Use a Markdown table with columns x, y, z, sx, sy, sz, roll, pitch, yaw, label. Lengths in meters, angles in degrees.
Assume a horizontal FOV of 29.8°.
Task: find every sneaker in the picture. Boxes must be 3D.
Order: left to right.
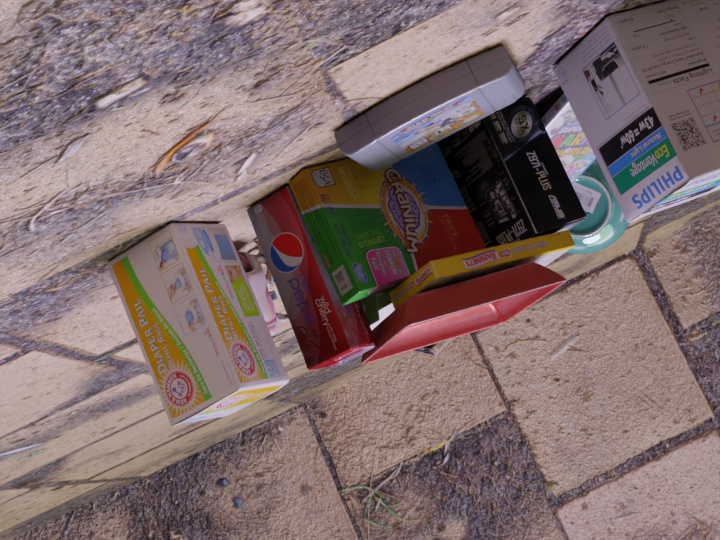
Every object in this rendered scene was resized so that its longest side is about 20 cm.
| x | y | z | sx | sy | sz | roll | pitch | yaw | label |
| --- | --- | --- | --- | --- | --- | --- | --- | --- | --- |
| -0.173 | 0.019 | 1.729 | 0.075 | 0.106 | 0.200 | -21 | -161 | -28 | sneaker |

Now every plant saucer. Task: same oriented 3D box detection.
| x | y | z | sx | sy | sz | roll | pitch | yaw | label |
| --- | --- | --- | --- | --- | --- | --- | --- | --- | --- |
| 0.109 | 0.045 | 1.543 | 0.198 | 0.037 | 0.200 | -14 | 169 | -19 | plant saucer |

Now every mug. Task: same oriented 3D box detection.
| x | y | z | sx | sy | sz | roll | pitch | yaw | label |
| --- | --- | --- | --- | --- | --- | --- | --- | --- | --- |
| 0.297 | -0.094 | 1.914 | 0.184 | 0.153 | 0.114 | -23 | -173 | 14 | mug |

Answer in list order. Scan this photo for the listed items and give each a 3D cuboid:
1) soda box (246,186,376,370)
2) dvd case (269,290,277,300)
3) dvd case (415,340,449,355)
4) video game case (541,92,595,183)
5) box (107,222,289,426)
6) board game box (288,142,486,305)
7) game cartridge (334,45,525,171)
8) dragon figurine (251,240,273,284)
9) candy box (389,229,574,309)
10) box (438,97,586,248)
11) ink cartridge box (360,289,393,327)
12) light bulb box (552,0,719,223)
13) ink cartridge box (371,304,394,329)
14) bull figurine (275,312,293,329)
| x | y | z | sx | sy | sz | roll | pitch | yaw | label |
| --- | --- | --- | --- | --- | --- | --- | --- | --- | --- |
| -0.055 | 0.008 | 1.534 | 0.063 | 0.201 | 0.070 | -28 | 168 | 26 | soda box |
| -0.217 | 0.068 | 1.896 | 0.148 | 0.016 | 0.200 | -19 | -179 | -26 | dvd case |
| 0.144 | 0.034 | 1.813 | 0.200 | 0.016 | 0.149 | -46 | -170 | -9 | dvd case |
| 0.267 | -0.169 | 1.710 | 0.142 | 0.018 | 0.200 | 0 | 142 | -40 | video game case |
| -0.179 | 0.059 | 1.505 | 0.101 | 0.201 | 0.112 | -29 | 169 | 25 | box |
| 0.034 | -0.060 | 1.541 | 0.199 | 0.154 | 0.040 | -17 | 168 | -37 | board game box |
| 0.075 | -0.167 | 1.424 | 0.199 | 0.042 | 0.133 | -26 | 174 | 11 | game cartridge |
| -0.083 | -0.022 | 1.725 | 0.099 | 0.059 | 0.200 | -21 | 170 | -18 | dragon figurine |
| 0.139 | -0.001 | 1.537 | 0.199 | 0.027 | 0.102 | -13 | 167 | -32 | candy box |
| 0.157 | -0.089 | 1.644 | 0.086 | 0.165 | 0.200 | -17 | 167 | -33 | box |
| 0.000 | 0.000 | 1.626 | 0.059 | 0.201 | 0.104 | 23 | 139 | -39 | ink cartridge box |
| 0.356 | -0.186 | 1.504 | 0.197 | 0.201 | 0.125 | -18 | 168 | -28 | light bulb box |
| 0.081 | -0.008 | 1.877 | 0.144 | 0.084 | 0.200 | -32 | -165 | 36 | ink cartridge box |
| -0.042 | 0.027 | 1.925 | 0.121 | 0.065 | 0.200 | -19 | -160 | 22 | bull figurine |
